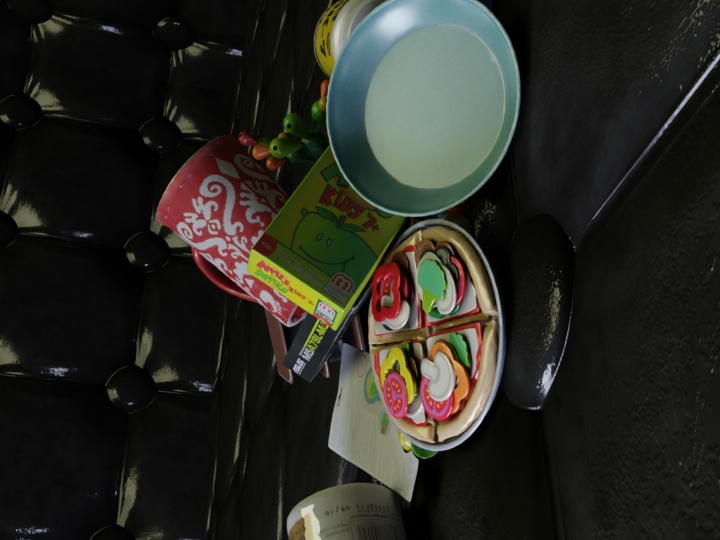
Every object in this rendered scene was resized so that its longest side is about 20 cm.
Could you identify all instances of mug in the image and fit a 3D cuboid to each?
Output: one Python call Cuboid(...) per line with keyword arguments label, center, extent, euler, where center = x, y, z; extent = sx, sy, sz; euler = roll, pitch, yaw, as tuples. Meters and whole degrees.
Cuboid(label="mug", center=(-0.119, -0.036, 1.182), extent=(0.134, 0.199, 0.178), euler=(-47, -10, -12))

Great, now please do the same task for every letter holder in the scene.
Cuboid(label="letter holder", center=(-0.066, 0.035, 1.266), extent=(0.142, 0.099, 0.204), euler=(-163, 60, -75))

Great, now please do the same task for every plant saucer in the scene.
Cuboid(label="plant saucer", center=(0.059, -0.149, 0.903), extent=(0.197, 0.036, 0.204), euler=(-1, 88, 33))

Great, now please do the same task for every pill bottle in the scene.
Cuboid(label="pill bottle", center=(0.000, 0.311, 0.918), extent=(0.115, 0.112, 0.202), euler=(113, 152, -48))
Cuboid(label="pill bottle", center=(0.012, -0.277, 1.210), extent=(0.200, 0.112, 0.116), euler=(-137, 56, -74))

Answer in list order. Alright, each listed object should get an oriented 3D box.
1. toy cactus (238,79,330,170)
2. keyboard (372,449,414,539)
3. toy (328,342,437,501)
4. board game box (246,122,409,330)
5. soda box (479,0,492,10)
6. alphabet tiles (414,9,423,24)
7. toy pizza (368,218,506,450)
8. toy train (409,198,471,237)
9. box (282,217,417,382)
Cuboid(label="toy cactus", center=(-0.052, -0.166, 1.347), extent=(0.197, 0.165, 0.104), euler=(-14, 54, 32))
Cuboid(label="keyboard", center=(0.028, 0.220, 1.069), extent=(0.128, 0.020, 0.203), euler=(116, 158, -53))
Cuboid(label="toy", center=(0.029, 0.148, 1.016), extent=(0.199, 0.046, 0.117), euler=(-166, 85, -68))
Cuboid(label="board game box", center=(-0.010, -0.055, 0.947), extent=(0.201, 0.101, 0.048), euler=(-56, -5, -27))
Cuboid(label="soda box", center=(0.093, -0.295, 0.967), extent=(0.064, 0.067, 0.204), euler=(-148, 66, -76))
Cuboid(label="alphabet tiles", center=(0.056, -0.318, 0.982), extent=(0.200, 0.007, 0.170), euler=(-152, 70, -79))
Cuboid(label="toy pizza", center=(0.055, 0.056, 0.882), extent=(0.199, 0.031, 0.204), euler=(-7, 82, 58))
Cuboid(label="toy train", center=(0.055, 0.013, 0.988), extent=(0.150, 0.055, 0.204), euler=(-143, 61, -75))
Cuboid(label="box", center=(0.000, 0.000, 1.066), extent=(0.201, 0.047, 0.194), euler=(-56, -5, -31))
